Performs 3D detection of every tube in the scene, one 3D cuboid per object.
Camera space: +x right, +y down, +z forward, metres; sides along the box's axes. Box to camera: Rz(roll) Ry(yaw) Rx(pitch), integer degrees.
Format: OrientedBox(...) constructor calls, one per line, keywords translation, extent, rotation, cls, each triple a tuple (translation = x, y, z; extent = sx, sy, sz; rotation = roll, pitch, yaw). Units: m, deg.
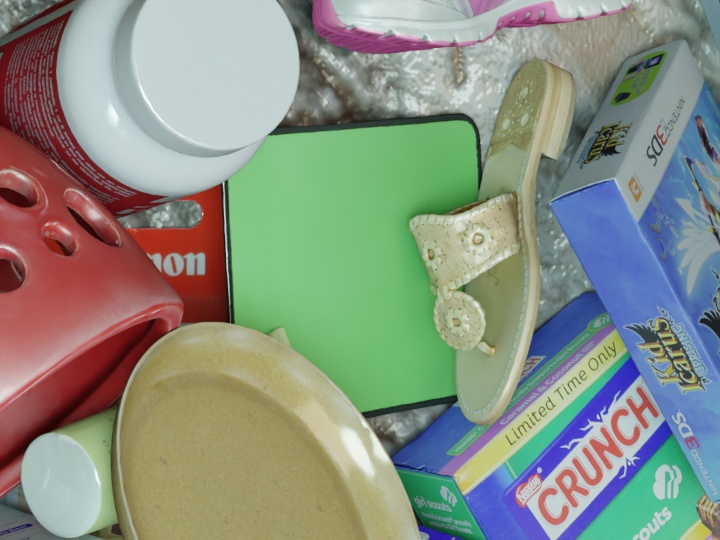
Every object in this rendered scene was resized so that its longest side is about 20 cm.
OrientedBox(translation=(-0.083, 0.081, 1.357), extent=(0.200, 0.052, 0.058), rotation=(-16, 125, -54), cls="tube")

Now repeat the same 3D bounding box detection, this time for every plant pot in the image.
OrientedBox(translation=(-0.047, 0.120, 1.302), extent=(0.200, 0.027, 0.201), rotation=(31, 43, -34), cls="plant pot")
OrientedBox(translation=(-0.211, 0.012, 1.290), extent=(0.200, 0.201, 0.183), rotation=(-35, 79, -21), cls="plant pot")

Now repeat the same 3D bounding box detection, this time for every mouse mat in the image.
OrientedBox(translation=(0.000, 0.000, 1.484), extent=(0.199, 0.008, 0.162), rotation=(-7, 97, -44), cls="mouse mat")

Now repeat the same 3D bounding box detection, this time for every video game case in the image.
OrientedBox(translation=(0.188, -0.003, 1.537), extent=(0.200, 0.045, 0.181), rotation=(60, 31, -18), cls="video game case")

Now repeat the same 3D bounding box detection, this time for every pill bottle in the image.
OrientedBox(translation=(-0.108, -0.087, 1.338), extent=(0.112, 0.200, 0.113), rotation=(3, 83, -26), cls="pill bottle")

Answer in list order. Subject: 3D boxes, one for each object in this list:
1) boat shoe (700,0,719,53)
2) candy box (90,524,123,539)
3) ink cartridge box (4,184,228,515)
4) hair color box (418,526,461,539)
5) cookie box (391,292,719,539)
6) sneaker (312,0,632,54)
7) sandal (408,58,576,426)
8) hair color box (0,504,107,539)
OrientedBox(translation=(0.234, -0.200, 1.588), extent=(0.086, 0.075, 0.203), rotation=(-32, 109, -22), cls="boat shoe")
OrientedBox(translation=(-0.106, 0.197, 1.414), extent=(0.115, 0.055, 0.201), rotation=(4, 109, -29), cls="candy box")
OrientedBox(translation=(-0.103, 0.049, 1.443), extent=(0.162, 0.050, 0.201), rotation=(-1, 97, -28), cls="ink cartridge box")
OrientedBox(translation=(0.088, 0.213, 1.451), extent=(0.065, 0.199, 0.110), rotation=(-48, 143, -45), cls="hair color box")
OrientedBox(translation=(0.134, 0.141, 1.551), extent=(0.171, 0.075, 0.200), rotation=(-39, 110, -26), cls="cookie box")
OrientedBox(translation=(0.055, -0.169, 1.499), extent=(0.199, 0.081, 0.089), rotation=(-15, 99, -34), cls="sneaker")
OrientedBox(translation=(0.058, -0.025, 1.503), extent=(0.069, 0.078, 0.213), rotation=(22, 69, -23), cls="sandal")
OrientedBox(translation=(-0.187, 0.164, 1.320), extent=(0.109, 0.200, 0.065), rotation=(-17, 102, -26), cls="hair color box")
